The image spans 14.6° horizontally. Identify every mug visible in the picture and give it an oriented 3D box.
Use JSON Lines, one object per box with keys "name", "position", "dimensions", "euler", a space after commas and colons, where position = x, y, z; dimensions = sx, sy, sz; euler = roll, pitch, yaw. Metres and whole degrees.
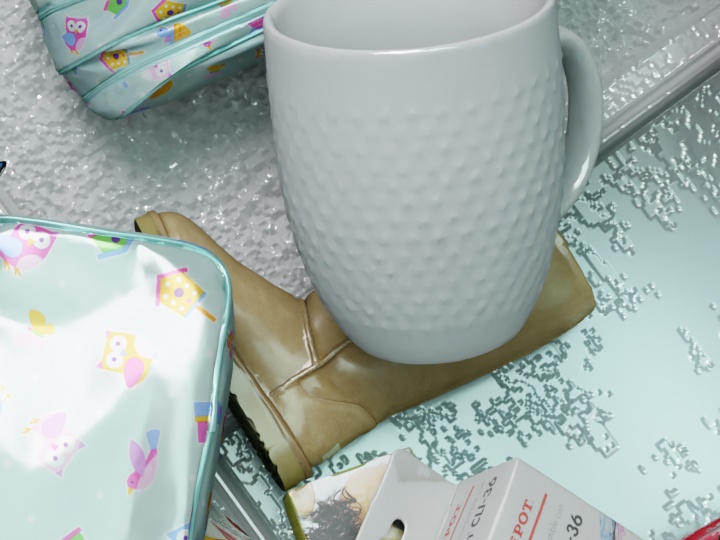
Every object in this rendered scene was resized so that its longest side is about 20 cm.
{"name": "mug", "position": [0.050, -0.059, 1.428], "dimensions": [0.199, 0.147, 0.176], "euler": [-24, 119, -37]}

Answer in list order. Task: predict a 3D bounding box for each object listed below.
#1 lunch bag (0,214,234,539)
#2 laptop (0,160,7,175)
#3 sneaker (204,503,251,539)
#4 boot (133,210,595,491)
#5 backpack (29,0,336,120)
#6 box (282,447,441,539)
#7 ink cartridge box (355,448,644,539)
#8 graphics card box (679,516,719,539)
{"name": "lunch bag", "position": [-0.149, 0.073, 1.406], "dimensions": [0.159, 0.077, 0.201], "euler": [8, 77, 0]}
{"name": "laptop", "position": [-0.295, 0.002, 1.430], "dimensions": [0.199, 0.116, 0.188], "euler": [25, 77, 14]}
{"name": "sneaker", "position": [-0.098, 0.153, 1.471], "dimensions": [0.200, 0.082, 0.078], "euler": [42, 86, 18]}
{"name": "boot", "position": [0.000, 0.000, 1.515], "dimensions": [0.199, 0.066, 0.176], "euler": [-32, 94, -11]}
{"name": "backpack", "position": [-0.080, -0.167, 1.491], "dimensions": [0.199, 0.167, 0.127], "euler": [-26, 88, -4]}
{"name": "box", "position": [0.025, 0.201, 1.484], "dimensions": [0.075, 0.050, 0.201], "euler": [-20, 83, -10]}
{"name": "ink cartridge box", "position": [0.091, 0.180, 1.446], "dimensions": [0.199, 0.067, 0.117], "euler": [33, 61, -17]}
{"name": "graphics card box", "position": [0.223, 0.218, 1.426], "dimensions": [0.125, 0.051, 0.201], "euler": [-28, 89, -18]}
